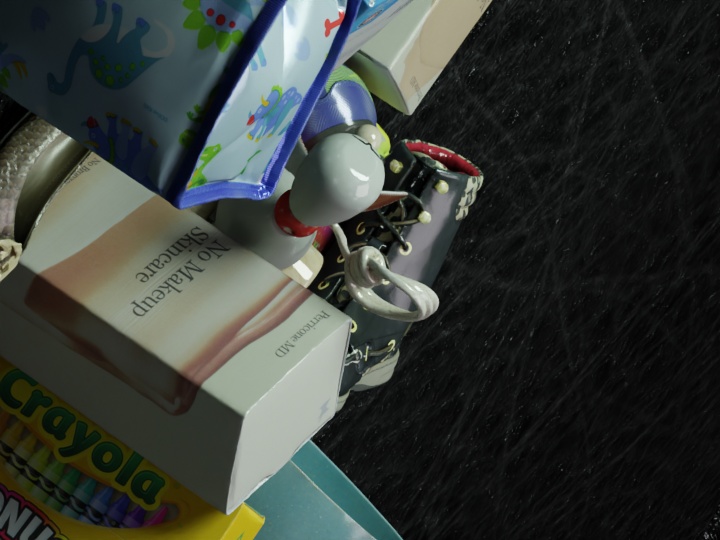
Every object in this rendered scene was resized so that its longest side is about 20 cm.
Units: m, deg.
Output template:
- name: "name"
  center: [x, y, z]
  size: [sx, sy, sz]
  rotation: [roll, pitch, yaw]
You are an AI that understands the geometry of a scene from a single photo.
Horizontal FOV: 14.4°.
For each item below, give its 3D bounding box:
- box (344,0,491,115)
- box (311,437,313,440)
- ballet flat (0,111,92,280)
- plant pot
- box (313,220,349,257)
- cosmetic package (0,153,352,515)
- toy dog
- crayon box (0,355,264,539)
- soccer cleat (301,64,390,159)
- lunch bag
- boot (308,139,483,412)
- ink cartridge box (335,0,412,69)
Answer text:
- name: "box"
  center: [0.051, -0.209, 1.800]
  size: [0.200, 0.078, 0.095]
  rotation: [-55, 163, -6]
- name: "box"
  center: [-0.134, 0.140, 1.854]
  size: [0.200, 0.116, 0.060]
  rotation: [-44, 161, -39]
- name: "ballet flat"
  center: [-0.159, -0.061, 1.512]
  size: [0.200, 0.046, 0.067]
  rotation: [-58, 171, -25]
- name: "plant pot"
  center: [-0.081, 0.156, 1.717]
  size: [0.135, 0.200, 0.200]
  rotation: [-46, 162, 2]
- name: "box"
  center: [-0.063, -0.010, 1.803]
  size: [0.096, 0.099, 0.200]
  rotation: [-52, 161, -13]
- name: "cosmetic package"
  center: [-0.115, 0.028, 1.565]
  size: [0.103, 0.199, 0.088]
  rotation: [-43, 157, -38]
- name: "toy dog"
  center: [-0.030, -0.046, 1.583]
  size: [0.132, 0.199, 0.097]
  rotation: [50, 59, -31]
- name: "crayon box"
  center: [-0.183, 0.151, 1.598]
  size: [0.173, 0.199, 0.058]
  rotation: [-56, 162, -3]
- name: "soccer cleat"
  center: [-0.021, -0.100, 1.823]
  size: [0.064, 0.084, 0.200]
  rotation: [-20, 175, -2]
- name: "lunch bag"
  center: [-0.086, -0.157, 1.378]
  size: [0.127, 0.170, 0.201]
  rotation: [-14, 133, -64]
- name: "boot"
  center: [-0.001, -0.001, 1.708]
  size: [0.154, 0.073, 0.203]
  rotation: [-64, 165, 13]
- name: "ink cartridge box"
  center: [-0.039, -0.143, 1.629]
  size: [0.200, 0.068, 0.116]
  rotation: [-39, 178, 43]
